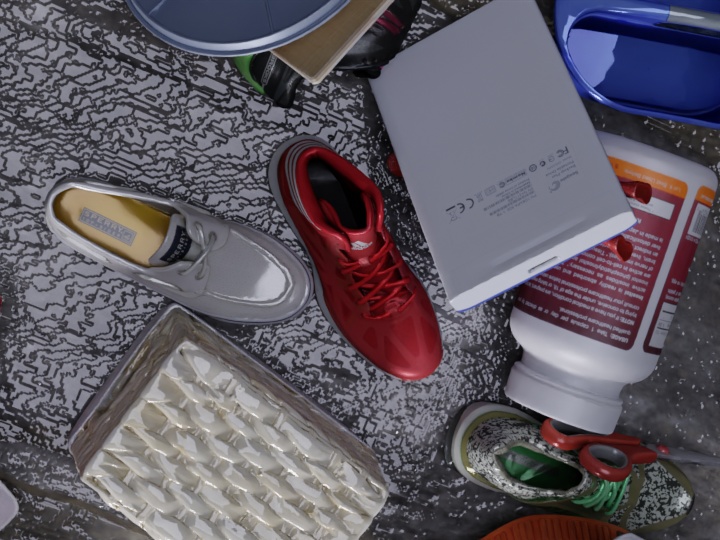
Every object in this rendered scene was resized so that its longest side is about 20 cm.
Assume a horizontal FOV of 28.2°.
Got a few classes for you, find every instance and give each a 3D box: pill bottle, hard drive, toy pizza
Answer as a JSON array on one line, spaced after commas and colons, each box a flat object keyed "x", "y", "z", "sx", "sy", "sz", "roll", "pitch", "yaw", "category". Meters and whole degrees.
[{"x": 0.175, "y": 0.008, "z": 1.035, "sx": 0.112, "sy": 0.113, "sz": 0.202, "roll": 18, "pitch": 94, "yaw": -11, "category": "pill bottle"}, {"x": 0.091, "y": -0.086, "z": 0.972, "sx": 0.131, "sy": 0.025, "sz": 0.202, "roll": -27, "pitch": 57, "yaw": 13, "category": "hard drive"}, {"x": -0.070, "y": -0.229, "z": 0.962, "sx": 0.198, "sy": 0.032, "sz": 0.202, "roll": -6, "pitch": 67, "yaw": 14, "category": "toy pizza"}]

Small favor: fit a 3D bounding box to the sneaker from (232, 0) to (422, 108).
[{"x": 0.006, "y": -0.182, "z": 1.009, "sx": 0.199, "sy": 0.077, "sz": 0.084, "roll": -29, "pitch": 107, "yaw": 6, "category": "sneaker"}]

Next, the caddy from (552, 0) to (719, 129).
[{"x": 0.228, "y": -0.178, "z": 1.023, "sx": 0.198, "sy": 0.105, "sz": 0.143, "roll": 8, "pitch": 97, "yaw": -10, "category": "caddy"}]

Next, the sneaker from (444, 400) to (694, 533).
[{"x": 0.163, "y": 0.159, "z": 1.064, "sx": 0.198, "sy": 0.089, "sz": 0.078, "roll": 15, "pitch": 94, "yaw": -11, "category": "sneaker"}]

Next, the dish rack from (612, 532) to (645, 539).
[{"x": 0.158, "y": 0.283, "z": 1.008, "sx": 0.201, "sy": 0.043, "sz": 0.171, "roll": -52, "pitch": 146, "yaw": 2, "category": "dish rack"}]

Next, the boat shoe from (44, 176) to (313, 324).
[{"x": -0.126, "y": -0.015, "z": 0.994, "sx": 0.198, "sy": 0.070, "sz": 0.072, "roll": 24, "pitch": 87, "yaw": -5, "category": "boat shoe"}]

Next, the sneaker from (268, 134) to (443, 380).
[{"x": 0.000, "y": 0.000, "z": 1.003, "sx": 0.078, "sy": 0.116, "sz": 0.201, "roll": -35, "pitch": 100, "yaw": -2, "category": "sneaker"}]

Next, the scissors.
[{"x": 0.215, "y": 0.132, "z": 1.082, "sx": 0.199, "sy": 0.073, "sz": 0.014, "roll": 3, "pitch": 115, "yaw": -44, "category": "scissors"}]

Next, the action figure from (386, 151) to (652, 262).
[{"x": 0.102, "y": -0.055, "z": 0.997, "sx": 0.198, "sy": 0.052, "sz": 0.066, "roll": 18, "pitch": 89, "yaw": 30, "category": "action figure"}]

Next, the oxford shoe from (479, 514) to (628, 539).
[{"x": 0.114, "y": 0.237, "z": 1.069, "sx": 0.198, "sy": 0.072, "sz": 0.073, "roll": -12, "pitch": 128, "yaw": 12, "category": "oxford shoe"}]

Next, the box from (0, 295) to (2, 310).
[{"x": -0.302, "y": 0.111, "z": 0.943, "sx": 0.094, "sy": 0.103, "sz": 0.202, "roll": 10, "pitch": 94, "yaw": -11, "category": "box"}]

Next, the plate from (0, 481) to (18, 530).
[{"x": -0.376, "y": 0.159, "z": 1.003, "sx": 0.199, "sy": 0.032, "sz": 0.200, "roll": -41, "pitch": 102, "yaw": -2, "category": "plate"}]

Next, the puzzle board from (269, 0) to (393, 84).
[{"x": -0.014, "y": -0.236, "z": 0.974, "sx": 0.150, "sy": 0.017, "sz": 0.200, "roll": 39, "pitch": 83, "yaw": 28, "category": "puzzle board"}]

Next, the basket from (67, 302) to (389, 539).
[{"x": -0.092, "y": 0.136, "z": 1.001, "sx": 0.199, "sy": 0.123, "sz": 0.136, "roll": 38, "pitch": 89, "yaw": -11, "category": "basket"}]
